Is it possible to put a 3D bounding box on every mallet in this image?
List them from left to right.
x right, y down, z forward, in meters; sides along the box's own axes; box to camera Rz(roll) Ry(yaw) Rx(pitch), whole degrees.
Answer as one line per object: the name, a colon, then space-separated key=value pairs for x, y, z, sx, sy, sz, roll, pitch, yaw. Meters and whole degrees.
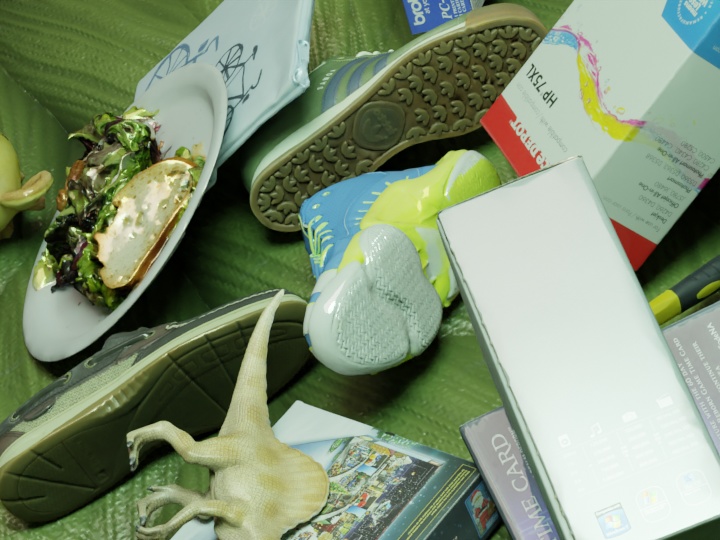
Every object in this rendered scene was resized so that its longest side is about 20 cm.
mallet: x=0.160 y=0.028 z=1.490 sx=0.199 sy=0.066 sz=0.041 roll=-25 pitch=37 yaw=-27

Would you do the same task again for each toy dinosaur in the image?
toy dinosaur: x=-0.067 y=0.105 z=1.448 sx=0.101 sy=0.058 sz=0.201 roll=-7 pitch=46 yaw=-3

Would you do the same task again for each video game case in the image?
video game case: x=0.166 y=0.092 z=1.383 sx=0.199 sy=0.019 sz=0.143 roll=-26 pitch=57 yaw=-1

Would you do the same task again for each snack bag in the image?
snack bag: x=-0.084 y=-0.112 z=1.708 sx=0.200 sy=0.021 sz=0.189 roll=-42 pitch=26 yaw=32

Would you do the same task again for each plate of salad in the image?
plate of salad: x=-0.147 y=-0.040 z=1.649 sx=0.200 sy=0.048 sz=0.201 roll=-42 pitch=30 yaw=32

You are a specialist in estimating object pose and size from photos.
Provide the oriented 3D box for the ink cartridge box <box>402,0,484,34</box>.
ink cartridge box: x=0.057 y=-0.229 z=1.752 sx=0.044 sy=0.094 sz=0.200 roll=-9 pitch=24 yaw=17

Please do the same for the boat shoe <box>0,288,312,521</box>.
boat shoe: x=-0.119 y=0.061 z=1.559 sx=0.200 sy=0.072 sz=0.066 roll=-32 pitch=43 yaw=-4

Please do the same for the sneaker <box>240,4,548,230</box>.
sneaker: x=0.012 y=-0.108 z=1.669 sx=0.200 sy=0.067 sz=0.090 roll=-32 pitch=33 yaw=4

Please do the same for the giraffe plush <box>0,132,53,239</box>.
giraffe plush: x=-0.277 y=-0.054 z=1.714 sx=0.161 sy=0.201 sz=0.173 roll=-17 pitch=40 yaw=-22

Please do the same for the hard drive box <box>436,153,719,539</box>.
hard drive box: x=0.113 y=0.075 z=1.305 sx=0.076 sy=0.156 sz=0.201 roll=-22 pitch=58 yaw=0

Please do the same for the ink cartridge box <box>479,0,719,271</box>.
ink cartridge box: x=0.141 y=-0.085 z=1.528 sx=0.200 sy=0.067 sz=0.116 roll=-52 pitch=35 yaw=16

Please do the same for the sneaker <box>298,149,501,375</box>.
sneaker: x=0.000 y=0.000 z=1.564 sx=0.105 sy=0.076 sz=0.200 roll=-5 pitch=23 yaw=34

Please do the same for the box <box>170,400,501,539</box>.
box: x=-0.039 y=0.161 z=1.426 sx=0.136 sy=0.038 sz=0.200 roll=17 pitch=53 yaw=40
